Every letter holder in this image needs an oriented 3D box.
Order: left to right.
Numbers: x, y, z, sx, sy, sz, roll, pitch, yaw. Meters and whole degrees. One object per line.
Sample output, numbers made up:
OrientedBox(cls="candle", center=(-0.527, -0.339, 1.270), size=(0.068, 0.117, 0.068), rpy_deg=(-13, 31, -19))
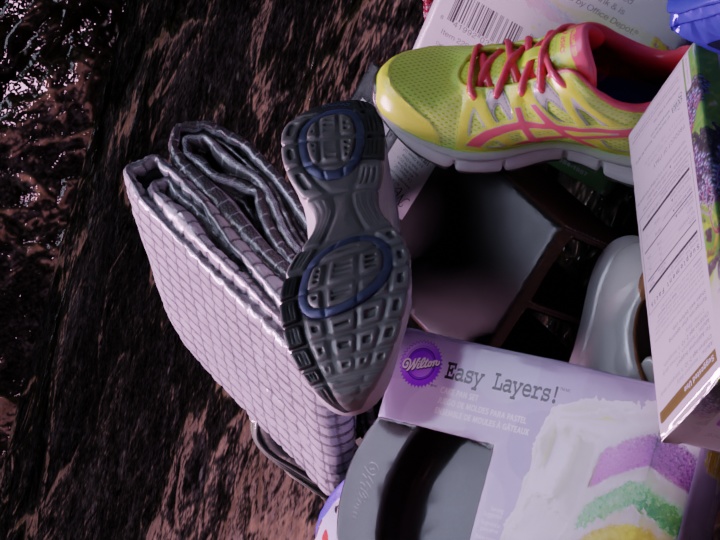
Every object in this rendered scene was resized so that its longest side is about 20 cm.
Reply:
OrientedBox(cls="letter holder", center=(0.081, -0.019, 1.380), size=(0.200, 0.142, 0.101), rpy_deg=(45, 110, 43))

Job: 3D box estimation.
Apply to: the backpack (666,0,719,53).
OrientedBox(cls="backpack", center=(0.198, -0.181, 1.060), size=(0.162, 0.199, 0.169), rpy_deg=(160, 121, -69))

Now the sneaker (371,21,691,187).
OrientedBox(cls="sneaker", center=(0.104, -0.104, 1.269), size=(0.091, 0.198, 0.079), rpy_deg=(85, -168, -53))

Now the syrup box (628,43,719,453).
OrientedBox(cls="syrup box", center=(0.192, -0.008, 1.160), size=(0.082, 0.078, 0.201), rpy_deg=(122, 155, -46))

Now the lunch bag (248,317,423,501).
OrientedBox(cls="lunch bag", center=(-0.008, 0.065, 1.600), size=(0.200, 0.166, 0.140), rpy_deg=(-111, 38, -63))

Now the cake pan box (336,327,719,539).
OrientedBox(cls="cake pan box", center=(0.083, 0.136, 1.211), size=(0.199, 0.052, 0.186), rpy_deg=(13, 81, 32))

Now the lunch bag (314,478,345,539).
OrientedBox(cls="lunch bag", center=(0.033, 0.210, 1.377), size=(0.200, 0.123, 0.171), rpy_deg=(-46, 37, 46))

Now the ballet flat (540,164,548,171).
OrientedBox(cls="ballet flat", center=(0.110, -0.124, 1.562), size=(0.072, 0.067, 0.202), rpy_deg=(-14, -67, -87))

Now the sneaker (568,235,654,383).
OrientedBox(cls="sneaker", center=(0.145, 0.084, 1.253), size=(0.085, 0.072, 0.202), rpy_deg=(19, 101, 64))

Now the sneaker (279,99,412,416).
OrientedBox(cls="sneaker", center=(0.000, 0.000, 1.277), size=(0.087, 0.074, 0.201), rpy_deg=(69, -163, -48))

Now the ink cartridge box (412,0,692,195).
OrientedBox(cls="ink cartridge box", center=(0.132, -0.170, 1.334), size=(0.088, 0.145, 0.201), rpy_deg=(-48, -14, -52))

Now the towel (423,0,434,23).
OrientedBox(cls="towel", center=(0.081, -0.213, 1.420), size=(0.145, 0.022, 0.200), rpy_deg=(-50, -16, -12))

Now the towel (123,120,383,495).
OrientedBox(cls="towel", center=(-0.049, 0.020, 1.424), size=(0.200, 0.085, 0.166), rpy_deg=(43, 160, 28))
